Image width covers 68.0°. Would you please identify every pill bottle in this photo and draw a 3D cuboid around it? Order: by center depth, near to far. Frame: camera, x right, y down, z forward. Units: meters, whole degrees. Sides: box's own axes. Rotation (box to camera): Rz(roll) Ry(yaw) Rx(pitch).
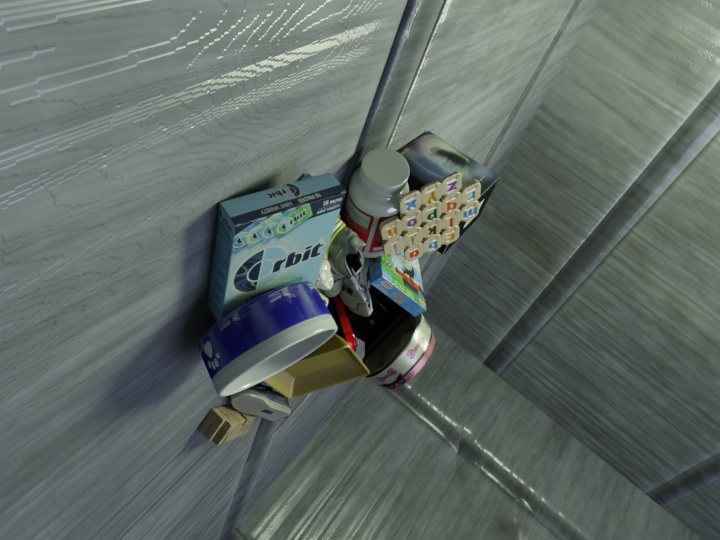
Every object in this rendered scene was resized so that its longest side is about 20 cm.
[{"bbox_3d":[0.027,-0.121,0.977,0.112,0.111,0.201,-46,166,-30],"label":"pill bottle"}]

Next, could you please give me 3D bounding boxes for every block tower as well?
[{"bbox_3d":[-0.282,0.332,1.177,0.058,0.054,0.200,-52,168,1],"label":"block tower"}]

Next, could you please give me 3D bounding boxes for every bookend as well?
[{"bbox_3d":[0.017,0.055,1.269,0.198,0.200,0.092,-43,-169,14],"label":"bookend"}]

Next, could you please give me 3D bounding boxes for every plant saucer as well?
[{"bbox_3d":[-0.095,0.194,1.104,0.195,0.049,0.201,-18,151,6],"label":"plant saucer"}]

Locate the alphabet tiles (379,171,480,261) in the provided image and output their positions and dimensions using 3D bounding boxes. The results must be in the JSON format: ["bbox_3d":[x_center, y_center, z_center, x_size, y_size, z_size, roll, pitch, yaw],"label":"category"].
[{"bbox_3d":[0.126,-0.094,0.966,0.196,0.015,0.197,-25,148,-6],"label":"alphabet tiles"}]

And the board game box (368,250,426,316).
[{"bbox_3d":[0.072,-0.023,1.126,0.036,0.150,0.203,-31,-137,27],"label":"board game box"}]

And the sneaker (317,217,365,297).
[{"bbox_3d":[-0.038,-0.006,0.965,0.074,0.080,0.202,-47,162,-29],"label":"sneaker"}]

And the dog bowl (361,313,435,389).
[{"bbox_3d":[0.091,0.187,1.241,0.200,0.074,0.201,-46,-169,11],"label":"dog bowl"}]

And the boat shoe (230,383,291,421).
[{"bbox_3d":[-0.229,0.273,1.213,0.073,0.095,0.200,-21,147,12],"label":"boat shoe"}]

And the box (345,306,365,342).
[{"bbox_3d":[0.046,0.102,1.407,0.150,0.197,0.125,-59,-177,24],"label":"box"}]

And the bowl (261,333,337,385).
[{"bbox_3d":[-0.137,0.184,1.172,0.197,0.040,0.202,-22,150,-13],"label":"bowl"}]

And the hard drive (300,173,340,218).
[{"bbox_3d":[-0.094,-0.067,0.867,0.133,0.026,0.200,-54,169,-3],"label":"hard drive"}]

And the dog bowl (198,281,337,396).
[{"bbox_3d":[-0.136,0.102,0.794,0.197,0.080,0.200,-29,169,-6],"label":"dog bowl"}]

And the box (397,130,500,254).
[{"bbox_3d":[0.159,-0.173,1.138,0.200,0.197,0.125,-40,160,-45],"label":"box"}]

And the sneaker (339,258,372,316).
[{"bbox_3d":[0.000,0.000,1.153,0.116,0.074,0.202,-52,134,-32],"label":"sneaker"}]

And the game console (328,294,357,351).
[{"bbox_3d":[-0.052,0.124,1.254,0.030,0.180,0.201,-18,159,-12],"label":"game console"}]

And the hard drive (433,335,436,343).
[{"bbox_3d":[0.130,0.206,1.388,0.136,0.042,0.200,-56,-174,-2],"label":"hard drive"}]

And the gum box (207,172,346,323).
[{"bbox_3d":[-0.119,-0.027,0.732,0.168,0.045,0.202,-23,151,-35],"label":"gum box"}]

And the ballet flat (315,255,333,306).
[{"bbox_3d":[-0.081,0.032,0.909,0.076,0.062,0.204,-85,-168,-60],"label":"ballet flat"}]
